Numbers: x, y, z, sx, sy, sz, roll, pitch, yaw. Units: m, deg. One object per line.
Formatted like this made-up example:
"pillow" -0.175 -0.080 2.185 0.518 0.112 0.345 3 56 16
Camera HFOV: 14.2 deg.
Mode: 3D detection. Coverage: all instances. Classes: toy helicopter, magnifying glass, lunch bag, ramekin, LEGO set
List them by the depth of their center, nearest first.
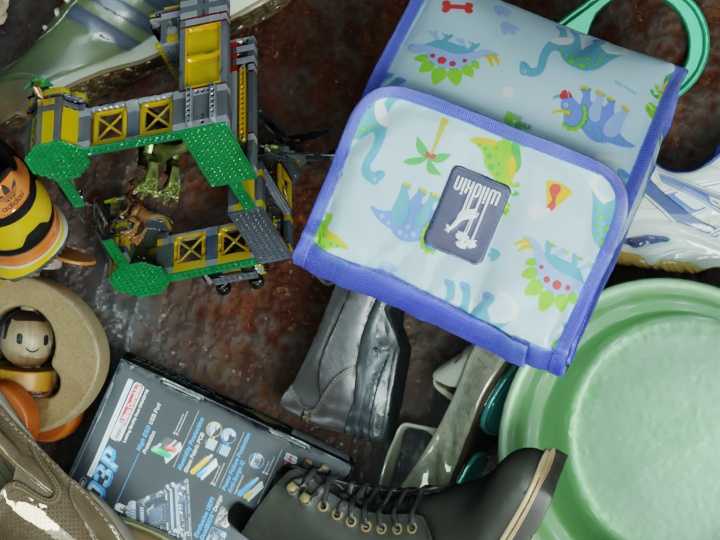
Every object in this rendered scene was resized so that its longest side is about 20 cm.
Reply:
"lunch bag" 0.073 -0.049 1.639 0.169 0.128 0.201 22 58 8
"ramekin" 0.187 0.103 1.702 0.198 0.098 0.202 1 92 17
"LEGO set" -0.111 -0.083 1.702 0.153 0.200 0.117 -15 54 20
"toy helicopter" -0.234 0.012 1.736 0.199 0.079 0.133 35 109 14
"magnifying glass" 0.115 -0.127 1.768 0.198 0.022 0.080 -10 91 -2

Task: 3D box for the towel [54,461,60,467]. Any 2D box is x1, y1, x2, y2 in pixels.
"towel" -0.294 0.159 1.765 0.146 0.030 0.201 35 90 -2

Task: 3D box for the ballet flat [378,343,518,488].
"ballet flat" 0.057 0.092 1.750 0.062 0.067 0.201 28 89 22

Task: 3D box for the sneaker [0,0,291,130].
"sneaker" -0.144 -0.164 1.746 0.199 0.067 0.090 -25 85 -1

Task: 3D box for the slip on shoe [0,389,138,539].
"slip on shoe" -0.197 0.135 1.662 0.076 0.061 0.200 -40 81 20

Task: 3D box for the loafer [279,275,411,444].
"loafer" 0.000 0.000 1.742 0.072 0.073 0.202 10 83 8

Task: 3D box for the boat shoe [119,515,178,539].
"boat shoe" -0.108 0.205 1.700 0.199 0.066 0.074 28 92 1

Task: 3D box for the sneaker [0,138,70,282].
"sneaker" -0.254 -0.075 1.696 0.200 0.090 0.070 34 69 30

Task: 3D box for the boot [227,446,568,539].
"boot" 0.017 0.138 1.658 0.138 0.078 0.200 37 129 -4

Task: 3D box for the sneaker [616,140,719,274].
"sneaker" 0.240 -0.036 1.741 0.198 0.075 0.089 8 91 -1

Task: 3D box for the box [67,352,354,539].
"box" -0.114 0.174 1.757 0.158 0.046 0.201 24 91 -1

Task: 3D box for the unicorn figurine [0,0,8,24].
"unicorn figurine" -0.286 -0.212 1.738 0.137 0.074 0.201 -43 110 -24
